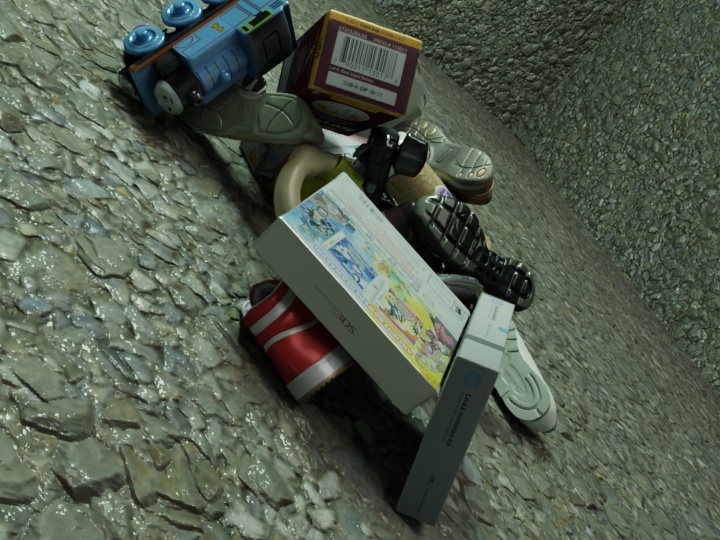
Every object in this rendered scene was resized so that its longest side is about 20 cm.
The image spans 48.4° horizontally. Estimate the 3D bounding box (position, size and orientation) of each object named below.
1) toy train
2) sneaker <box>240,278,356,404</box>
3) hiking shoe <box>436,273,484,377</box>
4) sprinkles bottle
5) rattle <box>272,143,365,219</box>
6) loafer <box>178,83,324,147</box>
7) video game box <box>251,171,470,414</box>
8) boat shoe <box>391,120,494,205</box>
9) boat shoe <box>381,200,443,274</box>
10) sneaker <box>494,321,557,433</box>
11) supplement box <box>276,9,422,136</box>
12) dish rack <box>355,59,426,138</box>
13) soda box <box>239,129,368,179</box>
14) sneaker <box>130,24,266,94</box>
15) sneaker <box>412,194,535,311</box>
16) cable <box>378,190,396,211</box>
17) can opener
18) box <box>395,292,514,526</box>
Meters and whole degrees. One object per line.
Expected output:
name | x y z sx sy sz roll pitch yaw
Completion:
toy train | -0.169 -0.246 0.888 0.114 0.200 0.087 38 -23 28
sneaker | -0.039 0.042 0.763 0.113 0.071 0.200 51 22 4
hiking shoe | 0.111 0.071 0.935 0.200 0.076 0.101 42 52 -55
sprinkles bottle | 0.091 -0.088 1.061 0.200 0.068 0.068 48 18 -20
rattle | -0.075 -0.031 0.902 0.130 0.142 0.201 27 62 -54
loafer | -0.132 -0.176 0.926 0.200 0.072 0.063 18 -8 29
video game box | 0.011 0.012 0.751 0.200 0.047 0.182 48 23 -3
boat shoe | 0.107 -0.145 1.116 0.200 0.076 0.072 40 -16 41
boat shoe | 0.079 -0.026 1.011 0.200 0.065 0.072 44 20 -54
sneaker | 0.207 0.135 1.103 0.080 0.076 0.200 41 21 -48
supplement box | -0.023 -0.220 0.926 0.110 0.086 0.200 15 -2 -18
dish rack | 0.011 -0.223 1.142 0.044 0.200 0.172 57 0 19
soda box | -0.055 -0.149 1.055 0.200 0.064 0.068 8 40 -40
sneaker | -0.201 -0.259 1.013 0.200 0.081 0.083 22 25 -48
sneaker | 0.122 -0.011 0.958 0.200 0.079 0.076 42 60 -25
cable | 0.031 -0.063 1.158 0.163 0.051 0.200 8 45 -53
can opener | 0.019 -0.106 0.972 0.078 0.200 0.063 32 63 1
box | 0.094 0.121 0.755 0.041 0.156 0.200 22 17 7
